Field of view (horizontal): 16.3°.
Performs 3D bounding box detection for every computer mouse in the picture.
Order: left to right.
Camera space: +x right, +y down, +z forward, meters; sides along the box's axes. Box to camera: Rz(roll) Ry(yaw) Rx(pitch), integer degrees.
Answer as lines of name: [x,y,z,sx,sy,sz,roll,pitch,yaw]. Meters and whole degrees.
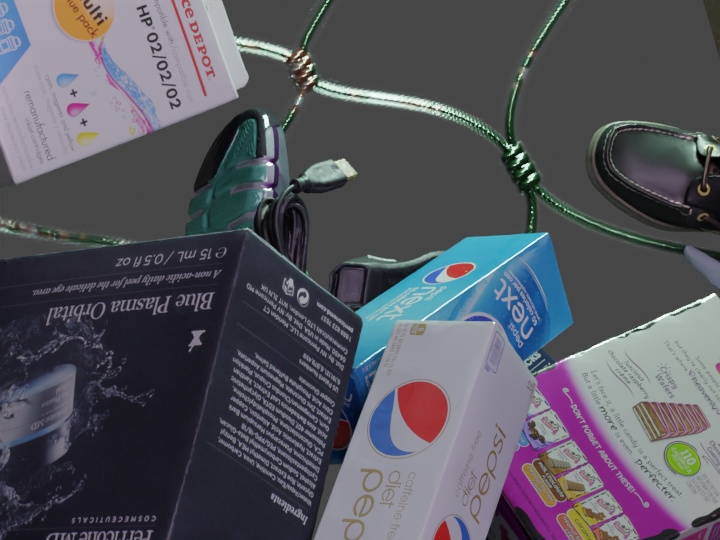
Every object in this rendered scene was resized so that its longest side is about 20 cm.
computer mouse: [0.000,0.000,1.536,0.200,0.046,0.141,-13,96,-49]

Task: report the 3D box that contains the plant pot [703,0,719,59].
plant pot: [0.346,-0.168,1.700,0.176,0.200,0.201,-12,76,-13]

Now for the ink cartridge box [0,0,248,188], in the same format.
ink cartridge box: [-0.154,-0.136,1.527,0.200,0.068,0.116,-24,99,-28]

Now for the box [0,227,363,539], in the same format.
box: [-0.125,0.096,1.382,0.117,0.196,0.201,39,55,-44]

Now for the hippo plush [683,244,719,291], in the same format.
hippo plush: [0.310,0.067,1.608,0.159,0.161,0.201,11,68,-18]

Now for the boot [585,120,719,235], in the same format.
boot: [0.263,-0.064,1.639,0.199,0.151,0.073,22,70,-16]

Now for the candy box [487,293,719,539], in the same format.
candy box: [0.165,0.113,1.503,0.199,0.061,0.137,-22,60,-21]

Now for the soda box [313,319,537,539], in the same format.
soda box: [0.029,0.125,1.360,0.064,0.068,0.201,53,49,-44]

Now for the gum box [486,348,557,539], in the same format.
gum box: [0.115,0.162,1.527,0.170,0.045,0.200,-37,70,-28]

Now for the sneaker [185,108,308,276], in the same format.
sneaker: [-0.057,0.004,1.543,0.087,0.074,0.201,18,70,-37]

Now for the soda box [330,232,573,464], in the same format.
soda box: [0.040,0.045,1.491,0.200,0.068,0.064,-34,113,-44]
